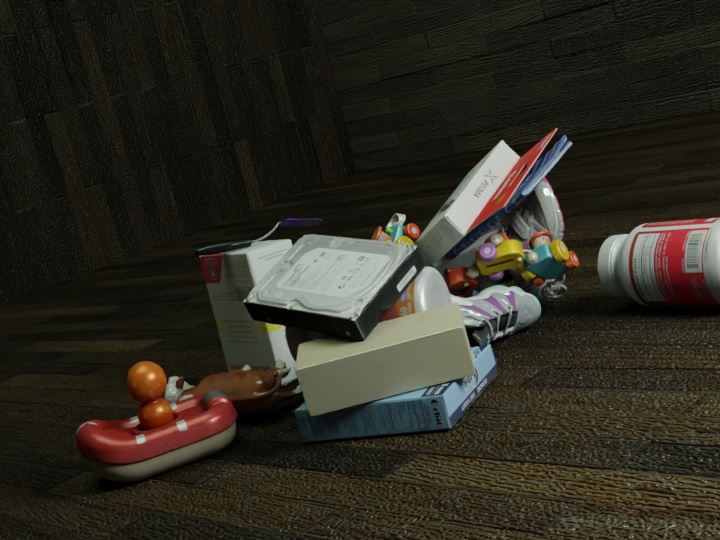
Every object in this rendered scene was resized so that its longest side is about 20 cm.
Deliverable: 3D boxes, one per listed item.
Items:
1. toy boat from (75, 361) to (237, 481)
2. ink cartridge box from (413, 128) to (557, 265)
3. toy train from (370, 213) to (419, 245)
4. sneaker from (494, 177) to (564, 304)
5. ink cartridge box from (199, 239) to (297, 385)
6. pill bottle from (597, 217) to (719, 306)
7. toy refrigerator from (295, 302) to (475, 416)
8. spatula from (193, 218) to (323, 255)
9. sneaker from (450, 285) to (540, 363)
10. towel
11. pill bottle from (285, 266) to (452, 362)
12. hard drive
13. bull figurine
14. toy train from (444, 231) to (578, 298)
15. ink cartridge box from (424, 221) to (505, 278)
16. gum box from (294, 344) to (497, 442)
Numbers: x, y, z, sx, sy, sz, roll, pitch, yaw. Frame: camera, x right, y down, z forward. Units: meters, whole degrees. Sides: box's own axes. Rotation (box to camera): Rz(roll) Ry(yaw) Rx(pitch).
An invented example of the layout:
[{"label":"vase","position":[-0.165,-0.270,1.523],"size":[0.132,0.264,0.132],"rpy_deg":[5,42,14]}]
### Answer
[{"label":"toy boat","position":[-0.261,0.178,1.409],"size":[0.198,0.132,0.130],"rpy_deg":[-18,10,-15]},{"label":"ink cartridge box","position":[0.173,-0.115,1.562],"size":[0.176,0.045,0.200],"rpy_deg":[-43,6,48]},{"label":"toy train","position":[0.000,0.000,1.583],"size":[0.201,0.055,0.150],"rpy_deg":[-57,24,3]},{"label":"sneaker","position":[0.240,-0.041,1.628],"size":[0.087,0.202,0.081],"rpy_deg":[-2,25,-8]},{"label":"ink cartridge box","position":[-0.150,0.062,1.670],"size":[0.083,0.202,0.145],"rpy_deg":[-19,11,-37]},{"label":"pill bottle","position":[0.415,-0.009,1.467],"size":[0.112,0.113,0.199],"rpy_deg":[-23,13,-38]},{"label":"toy refrigerator","position":[0.029,0.106,1.307],"size":[0.198,0.071,0.076],"rpy_deg":[-16,19,5]},{"label":"spatula","position":[-0.148,-0.051,1.638],"size":[0.198,0.021,0.056],"rpy_deg":[-19,-3,-20]},{"label":"sneaker","position":[0.166,0.084,1.491],"size":[0.198,0.078,0.140],"rpy_deg":[-5,28,-15]},{"label":"towel","position":[0.199,-0.098,1.544],"size":[0.145,0.024,0.200],"rpy_deg":[-48,3,-37]},{"label":"pill bottle","position":[0.010,0.067,1.418],"size":[0.198,0.113,0.112],"rpy_deg":[-12,11,23]},{"label":"hard drive","position":[-0.035,0.015,1.383],"size":[0.199,0.038,0.140],"rpy_deg":[7,45,44]},{"label":"bull figurine","position":[-0.175,0.165,1.535],"size":[0.199,0.066,0.121],"rpy_deg":[-2,11,37]},{"label":"toy train","position":[0.201,-0.005,1.574],"size":[0.198,0.056,0.151],"rpy_deg":[-3,-31,-13]},{"label":"ink cartridge box","position":[0.115,0.008,1.697],"size":[0.159,0.047,0.200],"rpy_deg":[-25,-21,-37]},{"label":"gum box","position":[0.046,0.148,1.365],"size":[0.198,0.045,0.170],"rpy_deg":[-9,12,28]}]
